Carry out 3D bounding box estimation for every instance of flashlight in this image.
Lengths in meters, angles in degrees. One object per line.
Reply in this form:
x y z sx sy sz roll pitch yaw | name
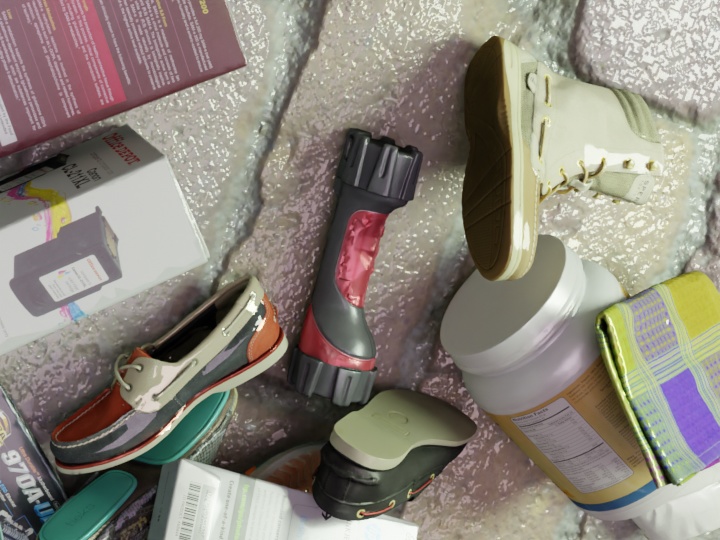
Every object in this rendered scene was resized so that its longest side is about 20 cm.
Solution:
0.000 0.000 1.406 0.067 0.068 0.201 13 101 -21 | flashlight

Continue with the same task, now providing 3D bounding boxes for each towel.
0.246 0.077 1.401 0.200 0.023 0.144 -14 80 -55 | towel

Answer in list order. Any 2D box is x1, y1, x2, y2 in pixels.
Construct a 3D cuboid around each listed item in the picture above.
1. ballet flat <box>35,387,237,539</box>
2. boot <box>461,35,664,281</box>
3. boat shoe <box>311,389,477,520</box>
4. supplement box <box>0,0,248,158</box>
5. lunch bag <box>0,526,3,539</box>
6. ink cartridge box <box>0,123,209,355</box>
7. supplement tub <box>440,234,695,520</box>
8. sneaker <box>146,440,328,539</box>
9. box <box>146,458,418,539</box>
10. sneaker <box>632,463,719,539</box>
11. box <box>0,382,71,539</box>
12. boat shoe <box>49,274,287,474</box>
-0.160 0.160 1.380 0.200 0.072 0.072 -45 117 -32 | ballet flat
0.155 -0.070 1.396 0.154 0.072 0.201 17 57 -25 | boot
0.025 0.138 1.412 0.073 0.201 0.063 30 110 20 | boat shoe
-0.191 -0.163 1.298 0.199 0.061 0.109 -21 112 -11 | supplement box
-0.308 0.187 1.246 0.121 0.170 0.201 -9 107 -23 | lunch bag
-0.222 -0.018 1.282 0.199 0.146 0.083 -25 109 -11 | ink cartridge box
0.170 0.083 1.446 0.145 0.145 0.200 -45 114 -2 | supplement tub
-0.095 0.186 1.430 0.200 0.080 0.072 -28 108 -32 | sneaker
-0.062 0.237 1.345 0.199 0.041 0.157 18 70 -22 | box
0.297 0.143 1.552 0.200 0.074 0.116 -38 116 4 | sneaker
-0.291 0.194 1.372 0.159 0.046 0.201 -31 112 -9 | box
-0.147 0.077 1.373 0.200 0.071 0.063 -32 124 -13 | boat shoe
